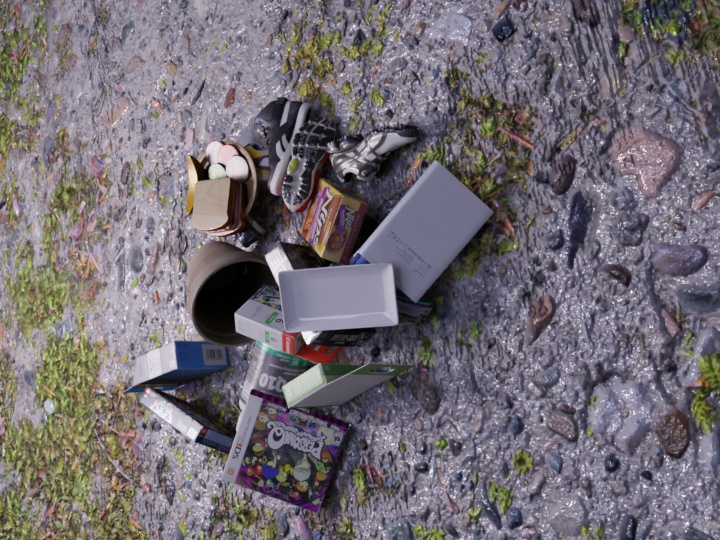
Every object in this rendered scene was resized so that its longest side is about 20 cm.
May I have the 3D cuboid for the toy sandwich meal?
[{"bbox_3d":[-0.297,-0.171,1.554,0.203,0.070,0.208,-1,89,32],"label":"toy sandwich meal"}]

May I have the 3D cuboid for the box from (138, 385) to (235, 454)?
[{"bbox_3d":[-0.359,0.318,1.590,0.199,0.136,0.038,24,80,37],"label":"box"}]

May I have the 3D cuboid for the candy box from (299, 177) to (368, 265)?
[{"bbox_3d":[-0.052,-0.095,1.390,0.118,0.056,0.200,-69,21,9],"label":"candy box"}]

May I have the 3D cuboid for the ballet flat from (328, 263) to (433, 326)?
[{"bbox_3d":[0.027,0.052,1.310,0.199,0.072,0.073,20,100,-8],"label":"ballet flat"}]

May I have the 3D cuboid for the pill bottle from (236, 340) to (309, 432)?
[{"bbox_3d":[-0.172,0.230,1.472,0.113,0.113,0.202,22,99,37],"label":"pill bottle"}]

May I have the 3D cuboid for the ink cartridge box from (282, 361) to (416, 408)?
[{"bbox_3d":[-0.021,0.188,1.338,0.199,0.145,0.048,-35,63,30],"label":"ink cartridge box"}]

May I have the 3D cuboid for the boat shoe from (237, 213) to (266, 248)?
[{"bbox_3d":[-0.284,-0.123,1.619,0.063,0.073,0.200,-49,62,3],"label":"boat shoe"}]

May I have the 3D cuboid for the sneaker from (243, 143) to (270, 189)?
[{"bbox_3d":[-0.248,-0.226,1.616,0.198,0.075,0.091,6,80,32],"label":"sneaker"}]

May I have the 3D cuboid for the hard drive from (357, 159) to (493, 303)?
[{"bbox_3d":[0.109,-0.065,1.262,0.132,0.025,0.200,41,93,-4],"label":"hard drive"}]

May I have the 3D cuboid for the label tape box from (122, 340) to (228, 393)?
[{"bbox_3d":[-0.408,0.210,1.637,0.199,0.144,0.064,-23,71,33],"label":"label tape box"}]

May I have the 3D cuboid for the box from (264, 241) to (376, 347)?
[{"bbox_3d":[-0.073,0.045,1.388,0.050,0.157,0.201,-42,62,26],"label":"box"}]

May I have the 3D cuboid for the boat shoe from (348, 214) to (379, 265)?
[{"bbox_3d":[0.000,0.000,1.396,0.073,0.075,0.202,-15,70,43],"label":"boat shoe"}]

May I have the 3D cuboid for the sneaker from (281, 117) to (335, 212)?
[{"bbox_3d":[-0.104,-0.209,1.495,0.076,0.085,0.202,20,77,10],"label":"sneaker"}]

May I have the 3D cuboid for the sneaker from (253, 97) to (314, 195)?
[{"bbox_3d":[-0.175,-0.254,1.527,0.111,0.073,0.202,16,77,17],"label":"sneaker"}]

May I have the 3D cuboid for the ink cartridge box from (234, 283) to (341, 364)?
[{"bbox_3d":[-0.125,0.101,1.418,0.198,0.109,0.051,19,130,21],"label":"ink cartridge box"}]

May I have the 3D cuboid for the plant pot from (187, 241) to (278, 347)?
[{"bbox_3d":[-0.273,0.027,1.544,0.201,0.199,0.174,-62,37,14],"label":"plant pot"}]

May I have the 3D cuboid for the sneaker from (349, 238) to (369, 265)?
[{"bbox_3d":[0.073,-0.048,1.309,0.199,0.074,0.083,-31,94,9],"label":"sneaker"}]

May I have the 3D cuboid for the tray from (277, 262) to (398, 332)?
[{"bbox_3d":[-0.037,0.045,1.262,0.198,0.022,0.109,-4,99,11],"label":"tray"}]

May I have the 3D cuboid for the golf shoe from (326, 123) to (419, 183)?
[{"bbox_3d":[0.031,-0.217,1.401,0.199,0.077,0.095,-8,97,39],"label":"golf shoe"}]

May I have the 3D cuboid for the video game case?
[{"bbox_3d":[-0.142,0.340,1.413,0.198,0.036,0.183,20,101,-2],"label":"video game case"}]
